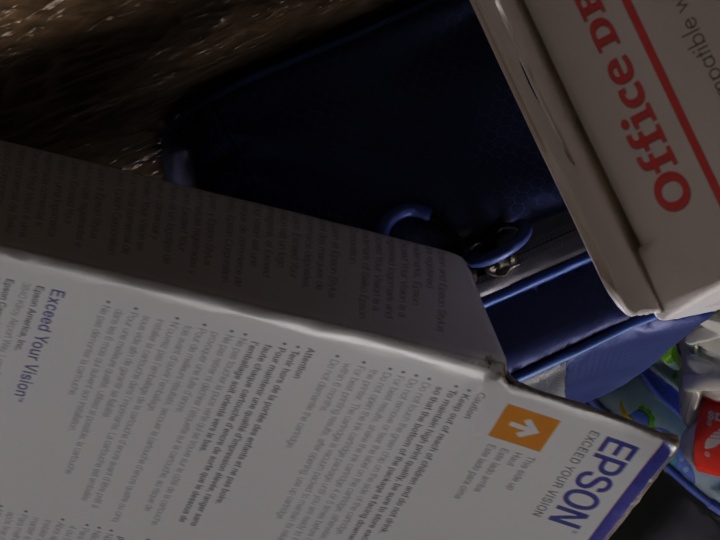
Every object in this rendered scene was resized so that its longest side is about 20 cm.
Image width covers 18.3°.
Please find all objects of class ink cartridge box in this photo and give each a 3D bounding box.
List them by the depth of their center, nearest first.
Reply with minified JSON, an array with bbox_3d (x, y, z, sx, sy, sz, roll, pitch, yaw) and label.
[{"bbox_3d":[0.088,-0.054,0.543,0.068,0.116,0.200,-27,173,17],"label":"ink cartridge box"},{"bbox_3d":[-0.046,0.058,0.582,0.199,0.041,0.200,16,138,-11],"label":"ink cartridge box"}]

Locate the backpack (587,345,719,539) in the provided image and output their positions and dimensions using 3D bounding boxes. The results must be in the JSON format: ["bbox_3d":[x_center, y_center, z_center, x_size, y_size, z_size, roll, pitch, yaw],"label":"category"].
[{"bbox_3d":[0.173,0.029,0.908,0.147,0.183,0.200,-35,-163,55],"label":"backpack"}]

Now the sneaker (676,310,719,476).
[{"bbox_3d":[0.134,0.017,0.723,0.070,0.094,0.200,11,158,27],"label":"sneaker"}]

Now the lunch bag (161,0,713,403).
[{"bbox_3d":[0.025,0.003,0.682,0.136,0.133,0.200,-24,173,-6],"label":"lunch bag"}]
